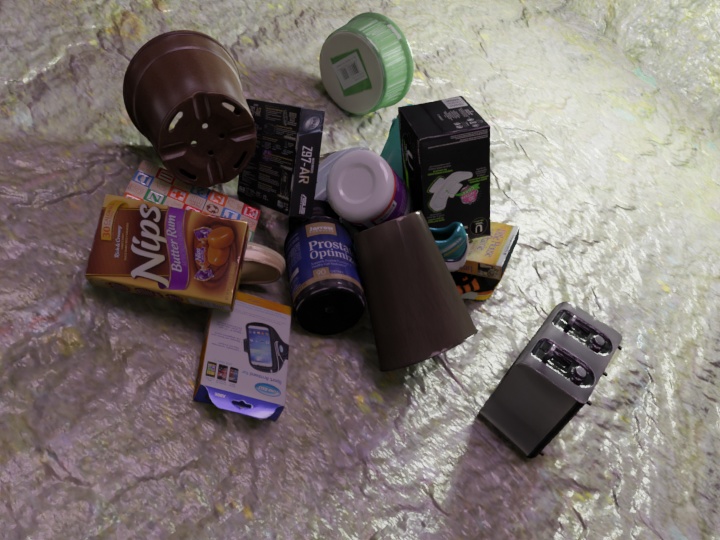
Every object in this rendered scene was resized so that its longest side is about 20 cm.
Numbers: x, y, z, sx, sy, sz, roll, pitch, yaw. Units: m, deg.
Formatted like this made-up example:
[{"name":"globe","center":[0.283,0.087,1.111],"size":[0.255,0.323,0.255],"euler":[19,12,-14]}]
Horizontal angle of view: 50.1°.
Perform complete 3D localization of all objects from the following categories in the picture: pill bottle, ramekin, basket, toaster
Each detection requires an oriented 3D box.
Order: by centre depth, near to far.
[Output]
[{"name":"basket","center":[0.071,0.025,1.155],"size":[0.178,0.135,0.204],"euler":[-21,91,-40]},{"name":"toaster","center":[0.289,0.170,1.185],"size":[0.118,0.202,0.180],"euler":[37,46,13]},{"name":"pill bottle","center":[-0.061,-0.010,1.190],"size":[0.110,0.113,0.202],"euler":[10,43,-24]},{"name":"pill bottle","center":[0.022,-0.117,1.269],"size":[0.113,0.113,0.200],"euler":[46,5,18]},{"name":"ramekin","center":[0.006,-0.428,1.620],"size":[0.199,0.201,0.097],"euler":[42,47,13]}]

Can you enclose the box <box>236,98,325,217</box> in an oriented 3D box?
[{"name":"box","center":[-0.132,-0.182,1.223],"size":[0.043,0.164,0.199],"euler":[0,13,-33]}]

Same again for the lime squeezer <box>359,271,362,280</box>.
[{"name":"lime squeezer","center":[0.000,0.000,1.279],"size":[0.200,0.038,0.070],"euler":[47,38,17]}]

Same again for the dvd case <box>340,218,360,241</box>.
[{"name":"dvd case","center":[0.050,-0.069,1.398],"size":[0.198,0.025,0.151],"euler":[-14,58,-42]}]

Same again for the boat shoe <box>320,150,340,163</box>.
[{"name":"boat shoe","center":[-0.078,-0.169,1.394],"size":[0.073,0.076,0.198],"euler":[26,34,37]}]

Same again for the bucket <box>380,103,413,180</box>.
[{"name":"bucket","center":[0.131,-0.210,1.490],"size":[0.204,0.136,0.209],"euler":[26,28,-15]}]

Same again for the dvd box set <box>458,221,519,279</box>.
[{"name":"dvd box set","center":[0.167,-0.049,1.344],"size":[0.196,0.030,0.147],"euler":[12,35,20]}]

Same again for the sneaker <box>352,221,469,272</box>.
[{"name":"sneaker","center":[0.077,-0.045,1.250],"size":[0.195,0.081,0.078],"euler":[-5,37,2]}]

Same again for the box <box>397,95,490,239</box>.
[{"name":"box","center":[0.142,-0.167,1.307],"size":[0.122,0.203,0.149],"euler":[-11,33,-7]}]

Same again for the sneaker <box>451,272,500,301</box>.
[{"name":"sneaker","center":[0.175,0.008,1.346],"size":[0.197,0.091,0.071],"euler":[-6,51,-38]}]

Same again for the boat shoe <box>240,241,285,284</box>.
[{"name":"boat shoe","center":[-0.205,-0.001,1.117],"size":[0.196,0.073,0.066],"euler":[8,43,-19]}]

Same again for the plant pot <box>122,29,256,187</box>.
[{"name":"plant pot","center":[-0.257,-0.241,1.198],"size":[0.197,0.203,0.199],"euler":[6,31,-29]}]

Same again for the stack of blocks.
[{"name":"stack of blocks","center":[-0.260,-0.075,1.166],"size":[0.197,0.059,0.116],"euler":[22,39,-12]}]

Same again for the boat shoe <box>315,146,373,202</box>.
[{"name":"boat shoe","center":[-0.053,-0.146,1.333],"size":[0.199,0.063,0.072],"euler":[-35,61,-25]}]

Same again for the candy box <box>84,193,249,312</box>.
[{"name":"candy box","center":[-0.258,-0.022,1.042],"size":[0.196,0.057,0.119],"euler":[10,74,-3]}]

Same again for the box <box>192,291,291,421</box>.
[{"name":"box","center":[-0.158,0.118,1.047],"size":[0.117,0.042,0.202],"euler":[18,43,-17]}]
